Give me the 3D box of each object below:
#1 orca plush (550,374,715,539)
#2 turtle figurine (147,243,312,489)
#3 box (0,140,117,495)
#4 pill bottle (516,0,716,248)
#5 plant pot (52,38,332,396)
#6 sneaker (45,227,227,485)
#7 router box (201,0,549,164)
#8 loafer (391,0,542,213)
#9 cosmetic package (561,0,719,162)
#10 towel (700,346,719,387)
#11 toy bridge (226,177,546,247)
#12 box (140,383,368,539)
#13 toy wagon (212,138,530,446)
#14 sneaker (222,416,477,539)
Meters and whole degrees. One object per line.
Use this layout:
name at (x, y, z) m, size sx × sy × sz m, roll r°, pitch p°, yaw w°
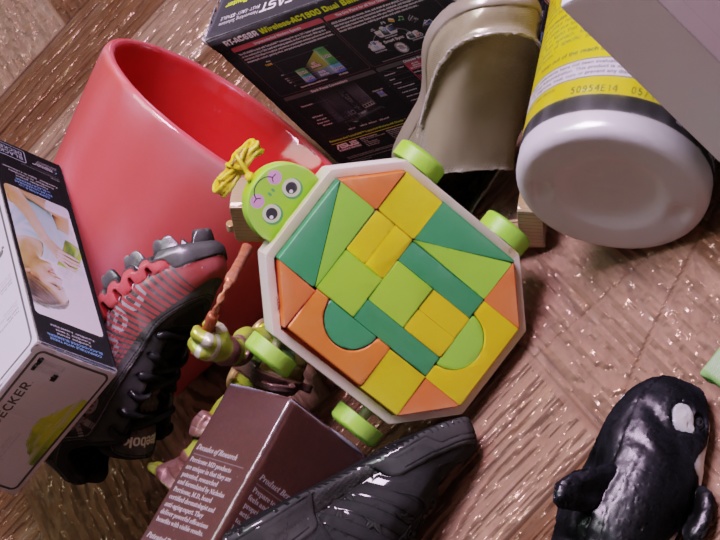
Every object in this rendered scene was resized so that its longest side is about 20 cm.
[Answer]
orca plush at (0.111, 0.133, 1.283) m, size 0.200 × 0.071 × 0.105 m, roll -52°, pitch 33°, yaw -3°
turtle figurine at (-0.060, 0.066, 1.523) m, size 0.064 × 0.200 × 0.162 m, roll 30°, pitch 102°, yaw 15°
box at (-0.222, 0.026, 1.513) m, size 0.117 × 0.060 × 0.200 m, roll -49°, pitch 38°, yaw 23°
pill bottle at (0.161, -0.123, 1.435) m, size 0.114 × 0.114 × 0.201 m, roll -18°, pitch 45°, yaw 39°
plant pot at (-0.130, -0.027, 1.627) m, size 0.178 × 0.200 × 0.201 m, roll -54°, pitch 32°, yaw 15°
sneaker at (-0.139, 0.060, 1.517) m, size 0.200 × 0.071 × 0.098 m, roll -45°, pitch 66°, yaw 27°
router box at (0.020, -0.150, 1.593) m, size 0.200 × 0.150 × 0.062 m, roll -14°, pitch 47°, yaw 42°
loafer at (0.071, -0.094, 1.503) m, size 0.200 × 0.075 × 0.068 m, roll 107°, pitch 153°, yaw -55°
cosmetic package at (0.193, -0.148, 1.343) m, size 0.052 × 0.200 × 0.151 m, roll -25°, pitch 40°, yaw 34°
towel at (0.276, 0.007, 1.246) m, size 0.200 × 0.031 × 0.149 m, roll -49°, pitch 28°, yaw 0°
toy bridge at (0.016, -0.026, 1.506) m, size 0.199 × 0.067 × 0.027 m, roll 1°, pitch 50°, yaw 8°
box at (-0.075, 0.178, 1.432) m, size 0.075 × 0.100 × 0.200 m, roll 13°, pitch 67°, yaw 53°
toy wagon at (0.000, 0.000, 1.428) m, size 0.155 × 0.200 × 0.040 m, roll -52°, pitch 16°, yaw -4°
sneaker at (-0.002, 0.168, 1.389) m, size 0.199 × 0.105 × 0.060 m, roll -26°, pitch -2°, yaw -25°
